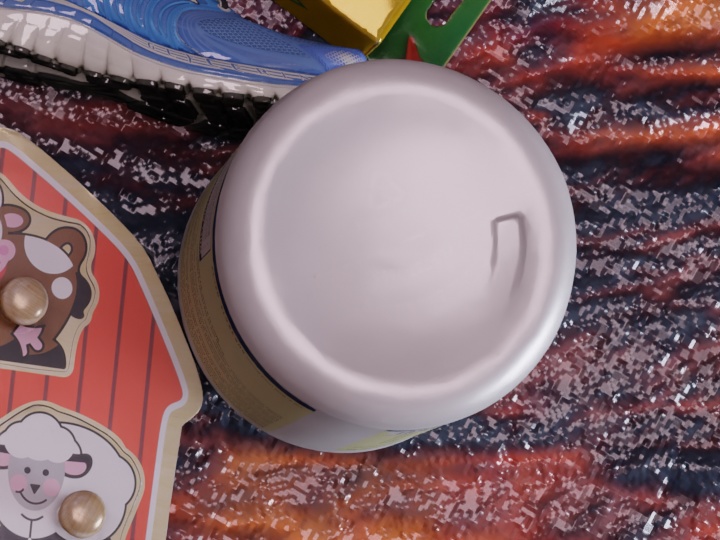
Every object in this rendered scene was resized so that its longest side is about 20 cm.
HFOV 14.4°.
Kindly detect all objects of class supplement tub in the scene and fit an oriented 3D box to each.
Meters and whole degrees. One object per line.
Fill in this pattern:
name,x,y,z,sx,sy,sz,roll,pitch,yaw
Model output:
supplement tub,0.000,0.000,1.186,0.144,0.200,0.146,1,83,-10

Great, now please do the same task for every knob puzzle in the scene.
knob puzzle,-0.156,0.038,1.177,0.218,0.030,0.221,4,81,-21

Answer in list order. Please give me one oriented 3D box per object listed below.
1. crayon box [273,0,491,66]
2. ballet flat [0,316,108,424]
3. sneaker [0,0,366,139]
crayon box,-0.015,-0.186,1.285,0.199,0.051,0.127,36,77,-5
ballet flat,-0.188,0.012,1.213,0.200,0.069,0.071,43,49,-6
sneaker,-0.089,-0.117,1.245,0.199,0.079,0.090,16,79,-3
